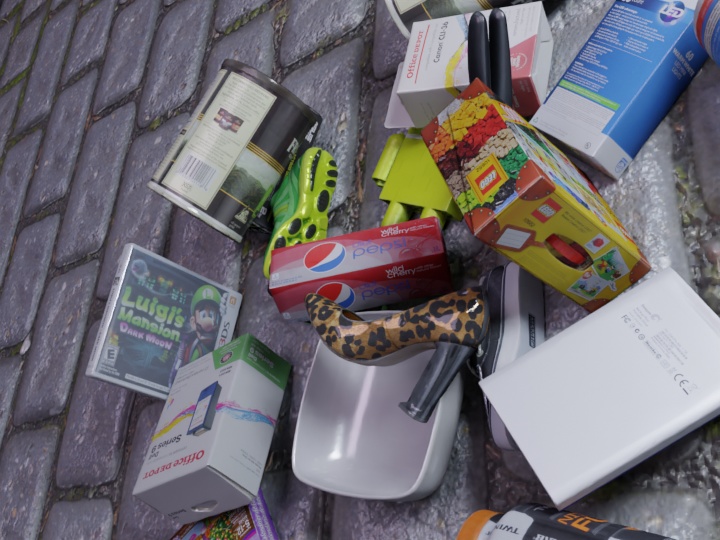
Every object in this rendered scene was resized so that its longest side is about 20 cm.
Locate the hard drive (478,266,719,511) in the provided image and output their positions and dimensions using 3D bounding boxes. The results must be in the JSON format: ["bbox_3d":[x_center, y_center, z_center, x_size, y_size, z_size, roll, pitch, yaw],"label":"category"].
[{"bbox_3d":[0.219,0.097,0.709,0.200,0.025,0.132,-32,50,2],"label":"hard drive"}]

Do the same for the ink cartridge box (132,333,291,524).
[{"bbox_3d":[-0.181,0.197,1.038,0.145,0.087,0.200,-27,36,33],"label":"ink cartridge box"}]

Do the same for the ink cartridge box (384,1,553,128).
[{"bbox_3d":[0.116,-0.237,0.978,0.200,0.068,0.117,-2,58,27],"label":"ink cartridge box"}]

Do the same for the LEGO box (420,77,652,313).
[{"bbox_3d":[0.164,-0.066,0.781,0.077,0.200,0.149,-42,45,22],"label":"LEGO box"}]

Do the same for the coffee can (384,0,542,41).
[{"bbox_3d":[0.145,-0.371,1.012,0.200,0.146,0.147,-17,57,39],"label":"coffee can"}]

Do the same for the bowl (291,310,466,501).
[{"bbox_3d":[0.028,0.149,0.897,0.199,0.075,0.200,-4,65,45],"label":"bowl"}]

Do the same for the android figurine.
[{"bbox_3d":[0.093,-0.132,1.015,0.182,0.041,0.200,19,84,49],"label":"android figurine"}]

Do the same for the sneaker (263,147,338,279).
[{"bbox_3d":[-0.086,-0.072,1.150,0.084,0.074,0.200,-15,53,58],"label":"sneaker"}]

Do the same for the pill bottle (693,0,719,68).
[{"bbox_3d":[0.374,-0.176,0.694,0.112,0.112,0.200,-38,46,25],"label":"pill bottle"}]

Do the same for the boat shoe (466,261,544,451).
[{"bbox_3d":[0.138,0.083,0.823,0.068,0.072,0.200,-16,55,37],"label":"boat shoe"}]

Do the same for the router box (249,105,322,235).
[{"bbox_3d":[-0.157,-0.159,1.268,0.150,0.062,0.200,9,75,47],"label":"router box"}]

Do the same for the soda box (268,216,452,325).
[{"bbox_3d":[0.000,0.000,0.942,0.199,0.063,0.070,-12,41,7],"label":"soda box"}]

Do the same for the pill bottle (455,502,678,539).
[{"bbox_3d":[0.171,0.250,0.669,0.200,0.106,0.106,2,70,46],"label":"pill bottle"}]

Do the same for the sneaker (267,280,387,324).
[{"bbox_3d":[-0.044,0.037,1.026,0.200,0.084,0.077,0,70,46],"label":"sneaker"}]

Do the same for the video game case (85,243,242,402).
[{"bbox_3d":[-0.259,0.084,1.132,0.023,0.200,0.182,-6,64,42],"label":"video game case"}]

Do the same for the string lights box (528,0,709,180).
[{"bbox_3d":[0.276,-0.205,0.851,0.200,0.059,0.103,-55,42,8],"label":"string lights box"}]

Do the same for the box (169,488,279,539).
[{"bbox_3d":[-0.182,0.363,1.020,0.200,0.039,0.137,-48,43,15],"label":"box"}]

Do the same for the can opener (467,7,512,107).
[{"bbox_3d":[0.142,-0.175,0.886,0.079,0.063,0.201,14,113,46],"label":"can opener"}]

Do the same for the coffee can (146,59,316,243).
[{"bbox_3d":[-0.173,-0.159,1.122,0.146,0.146,0.200,28,85,49],"label":"coffee can"}]

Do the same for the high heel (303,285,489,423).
[{"bbox_3d":[0.034,0.038,0.836,0.200,0.071,0.143,38,104,32],"label":"high heel"}]
